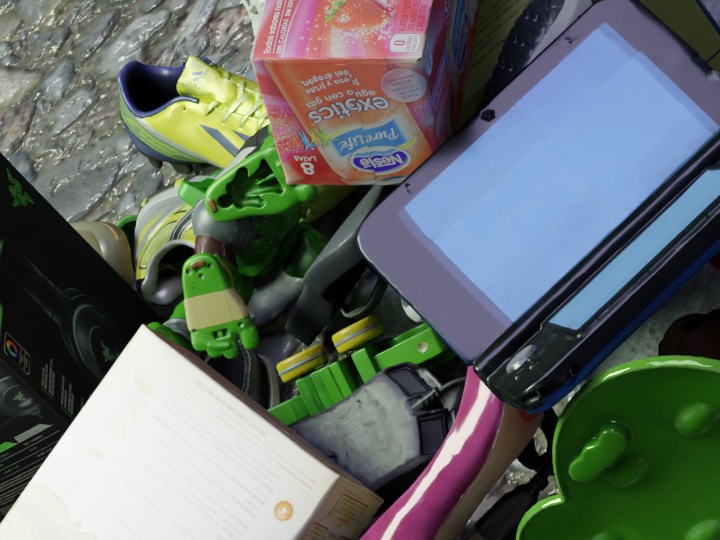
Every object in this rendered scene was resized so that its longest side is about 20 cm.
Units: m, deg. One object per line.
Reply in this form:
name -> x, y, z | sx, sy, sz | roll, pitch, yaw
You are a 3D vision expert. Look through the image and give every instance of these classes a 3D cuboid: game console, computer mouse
game console -> 0.109, -0.040, 1.224 | 0.200, 0.118, 0.171 | -44, 4, -3
computer mouse -> 0.030, 0.117, 1.370 | 0.200, 0.046, 0.141 | -39, 55, 12

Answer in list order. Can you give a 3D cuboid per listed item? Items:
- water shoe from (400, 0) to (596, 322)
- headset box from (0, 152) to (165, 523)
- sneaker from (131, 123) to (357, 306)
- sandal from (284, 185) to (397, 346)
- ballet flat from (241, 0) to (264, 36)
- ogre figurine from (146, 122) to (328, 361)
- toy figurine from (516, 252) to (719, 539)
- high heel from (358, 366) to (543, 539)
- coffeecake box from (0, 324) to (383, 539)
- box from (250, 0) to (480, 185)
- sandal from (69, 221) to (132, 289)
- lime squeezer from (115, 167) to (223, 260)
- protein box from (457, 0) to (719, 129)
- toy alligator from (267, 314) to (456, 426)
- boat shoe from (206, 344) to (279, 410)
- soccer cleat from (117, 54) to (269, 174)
water shoe -> 0.092, -0.051, 1.347 | 0.201, 0.079, 0.072 | -63, 17, 10
headset box -> -0.211, 0.051, 1.527 | 0.092, 0.200, 0.175 | -27, 37, 20
sneaker -> -0.067, -0.034, 1.597 | 0.200, 0.075, 0.077 | -30, 36, 34
sandal -> 0.000, 0.000, 1.444 | 0.076, 0.043, 0.200 | -52, -3, -15
ballet flat -> -0.049, -0.172, 1.492 | 0.069, 0.069, 0.200 | -41, 35, 1
ogre figurine -> -0.068, -0.025, 1.498 | 0.098, 0.201, 0.120 | 11, 13, 5
toy figurine -> 0.177, 0.060, 1.242 | 0.200, 0.150, 0.184 | -44, 11, 42
high heel -> 0.040, 0.093, 1.303 | 0.095, 0.067, 0.201 | 10, 89, 23
coffeecake box -> -0.111, 0.158, 1.348 | 0.153, 0.073, 0.200 | 35, 89, 27
box -> 0.010, -0.152, 1.362 | 0.094, 0.103, 0.201 | 1, 51, 13
sandal -> -0.228, 0.006, 1.676 | 0.054, 0.081, 0.200 | -11, 2, -41
lime squeezer -> -0.166, -0.016, 1.710 | 0.199, 0.038, 0.071 | -28, 5, 20
protein box -> 0.093, -0.129, 1.483 | 0.198, 0.135, 0.200 | -40, 35, 4
toy alligator -> 0.019, 0.053, 1.435 | 0.199, 0.060, 0.054 | -28, -3, 19
boat shoe -> -0.105, 0.120, 1.469 | 0.072, 0.068, 0.201 | -9, 45, 40
soccer cleat -> -0.085, -0.105, 1.660 | 0.199, 0.084, 0.065 | 6, 42, 37
